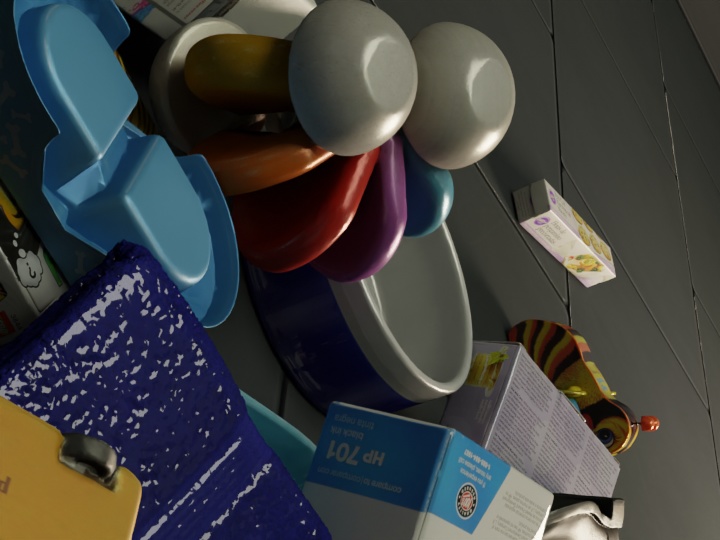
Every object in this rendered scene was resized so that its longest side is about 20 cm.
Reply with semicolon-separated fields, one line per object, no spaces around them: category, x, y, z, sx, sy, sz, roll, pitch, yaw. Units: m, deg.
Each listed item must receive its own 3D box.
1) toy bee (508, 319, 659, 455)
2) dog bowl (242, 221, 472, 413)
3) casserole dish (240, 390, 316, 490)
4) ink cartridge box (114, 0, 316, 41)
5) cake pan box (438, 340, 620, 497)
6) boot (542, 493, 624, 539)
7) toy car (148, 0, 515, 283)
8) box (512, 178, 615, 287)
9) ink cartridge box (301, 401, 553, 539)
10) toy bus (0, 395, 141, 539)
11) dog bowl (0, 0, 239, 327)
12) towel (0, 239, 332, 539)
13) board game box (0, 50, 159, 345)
toy bee;0.216;0.131;1.421;0.202;0.108;0.131;66;21;-8
dog bowl;0.000;0.000;1.066;0.200;0.078;0.201;50;29;-41
casserole dish;-0.067;0.132;0.852;0.200;0.039;0.122;41;36;-49
ink cartridge box;-0.129;-0.223;0.914;0.200;0.085;0.148;29;30;-56
cake pan box;0.114;0.179;1.129;0.200;0.052;0.185;46;58;-42
boot;0.135;0.244;1.061;0.199;0.069;0.176;11;81;-54
toy car;-0.017;-0.069;0.891;0.199;0.174;0.152;3;89;-45
box;0.223;-0.037;1.669;0.200;0.038;0.042;37;37;-53
ink cartridge box;0.019;0.191;0.834;0.146;0.085;0.202;37;69;-54
toy bus;-0.174;0.070;0.559;0.200;0.078;0.066;38;49;-39
dog bowl;-0.129;-0.054;0.757;0.201;0.049;0.112;61;24;-24
towel;-0.106;0.106;0.711;0.148;0.049;0.201;-45;119;-33
board game box;-0.164;-0.061;0.793;0.127;0.034;0.200;64;23;-16
